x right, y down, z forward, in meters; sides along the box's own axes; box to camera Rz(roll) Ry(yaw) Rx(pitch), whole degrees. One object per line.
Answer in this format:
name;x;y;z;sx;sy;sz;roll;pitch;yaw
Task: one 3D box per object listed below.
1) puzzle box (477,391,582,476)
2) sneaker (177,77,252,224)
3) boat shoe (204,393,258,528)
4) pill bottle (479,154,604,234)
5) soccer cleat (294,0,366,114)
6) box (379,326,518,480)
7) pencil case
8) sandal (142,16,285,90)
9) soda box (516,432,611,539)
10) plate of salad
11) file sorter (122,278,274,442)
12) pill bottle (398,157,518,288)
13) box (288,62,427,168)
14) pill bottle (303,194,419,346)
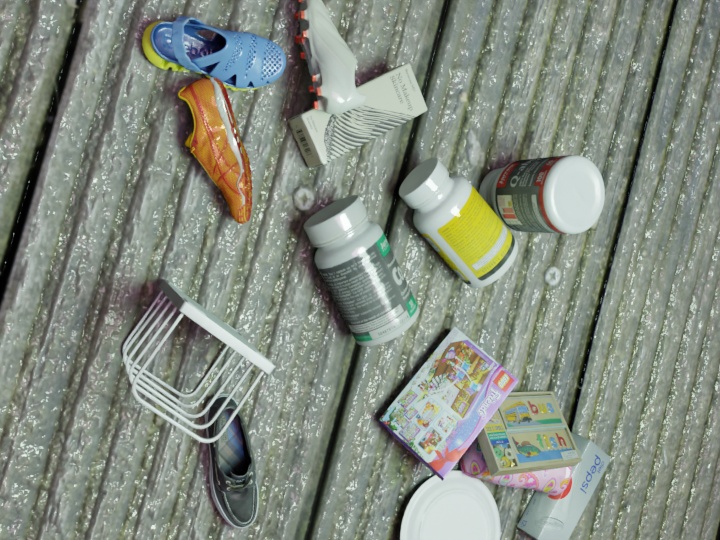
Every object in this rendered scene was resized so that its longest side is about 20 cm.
puzzle box;0.276;0.271;1.222;0.196;0.026;0.135;4;53;-33
sneaker;-0.199;-0.162;1.008;0.075;0.073;0.205;-15;101;3
boat shoe;-0.179;0.280;1.037;0.068;0.066;0.205;-8;97;-24
pill bottle;0.281;-0.120;1.154;0.113;0.199;0.119;-2;95;-25
soccer cleat;-0.045;-0.313;1.033;0.076;0.069;0.204;-7;71;-18
box;0.142;0.212;1.162;0.136;0.039;0.200;39;75;15
pencil case;0.268;0.330;1.243;0.196;0.087;0.089;18;86;-23
sandal;-0.191;-0.296;0.982;0.196;0.087;0.082;1;91;-27
soda box;0.369;0.401;1.307;0.068;0.063;0.202;38;77;-22
plate of salad;0.149;0.441;1.215;0.196;0.048;0.206;3;82;-25
file sorter;-0.223;0.113;0.935;0.138;0.199;0.126;39;82;-22
pill bottle;0.152;-0.077;1.145;0.200;0.111;0.112;45;75;-21
box;-0.003;-0.233;1.084;0.198;0.068;0.083;-32;105;-20
pill bottle;0.000;0.000;1.077;0.112;0.113;0.203;-33;107;-19
